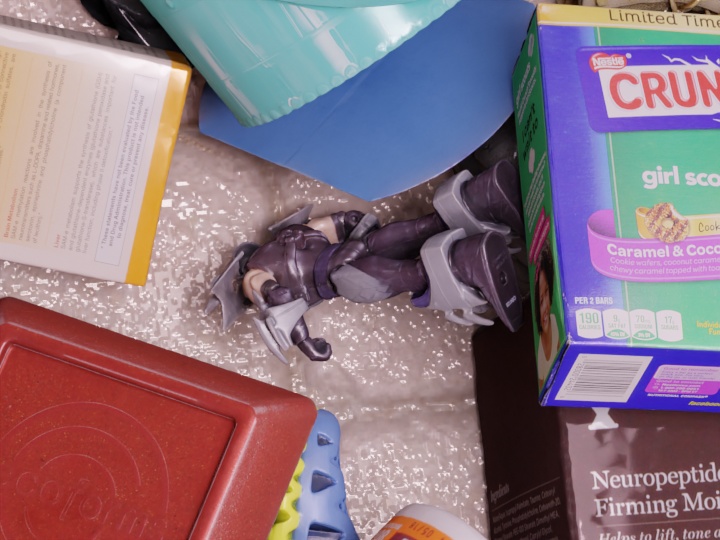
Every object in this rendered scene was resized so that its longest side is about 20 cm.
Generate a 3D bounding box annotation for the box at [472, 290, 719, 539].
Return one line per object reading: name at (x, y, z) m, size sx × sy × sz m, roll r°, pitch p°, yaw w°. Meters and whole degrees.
box at (0.165, 0.113, 1.512) m, size 0.165 × 0.164 × 0.201 m, roll -3°, pitch 79°, yaw -13°

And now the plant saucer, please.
plant saucer at (-0.150, 0.125, 1.470) m, size 0.199 × 0.037 × 0.201 m, roll 18°, pitch 74°, yaw 17°

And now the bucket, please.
bucket at (-0.026, -0.180, 1.464) m, size 0.207 × 0.207 × 0.135 m, roll -38°, pitch 102°, yaw -16°

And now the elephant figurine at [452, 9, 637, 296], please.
elephant figurine at (0.158, -0.073, 1.570) m, size 0.199 × 0.141 × 0.156 m, roll -23°, pitch 99°, yaw -9°

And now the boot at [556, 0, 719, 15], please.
boot at (0.198, -0.153, 1.621) m, size 0.155 × 0.073 × 0.201 m, roll -16°, pitch 81°, yaw -15°

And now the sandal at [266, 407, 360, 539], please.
sandal at (-0.022, 0.175, 1.511) m, size 0.087 × 0.079 × 0.201 m, roll 3°, pitch 85°, yaw -18°

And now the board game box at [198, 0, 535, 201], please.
board game box at (0.011, -0.100, 1.551) m, size 0.200 × 0.039 × 0.158 m, roll 23°, pitch 61°, yaw 37°

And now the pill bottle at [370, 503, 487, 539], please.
pill bottle at (-0.002, 0.225, 1.414) m, size 0.114 × 0.114 × 0.200 m, roll 46°, pitch 70°, yaw 0°

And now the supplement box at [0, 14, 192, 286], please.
supplement box at (-0.202, -0.075, 1.501) m, size 0.199 × 0.074 × 0.127 m, roll 12°, pitch 99°, yaw -10°

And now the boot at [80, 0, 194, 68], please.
boot at (-0.087, -0.220, 1.585) m, size 0.200 × 0.066 × 0.165 m, roll -38°, pitch 84°, yaw -11°

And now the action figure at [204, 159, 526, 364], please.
action figure at (0.000, 0.000, 1.505) m, size 0.070 × 0.199 × 0.130 m, roll 61°, pitch 40°, yaw -26°

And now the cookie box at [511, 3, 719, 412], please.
cookie box at (0.170, -0.032, 1.426) m, size 0.170 × 0.075 × 0.201 m, roll 2°, pitch 61°, yaw -11°
